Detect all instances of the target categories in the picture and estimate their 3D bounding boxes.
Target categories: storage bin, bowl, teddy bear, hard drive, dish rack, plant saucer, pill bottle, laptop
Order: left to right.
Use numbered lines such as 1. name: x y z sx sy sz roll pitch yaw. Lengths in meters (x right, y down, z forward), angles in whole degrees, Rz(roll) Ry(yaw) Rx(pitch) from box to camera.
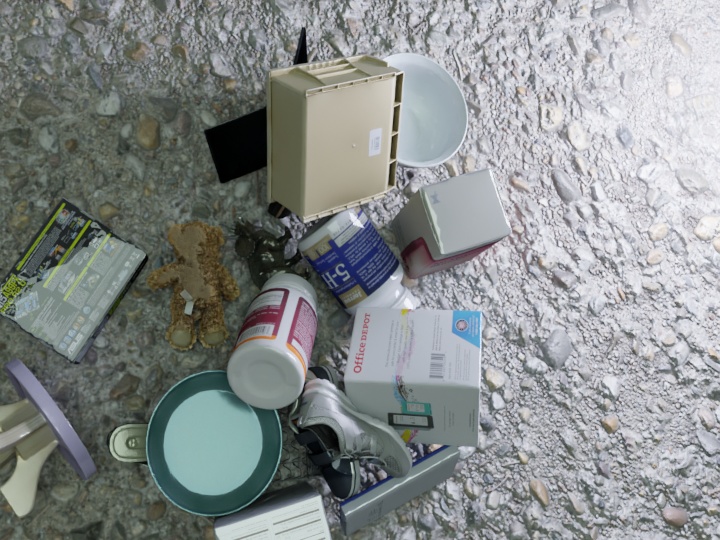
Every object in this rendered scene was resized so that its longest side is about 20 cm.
1. teddy bear: -0.262 0.027 1.216 0.142 0.067 0.205 -19 91 -5
2. plant saucer: -0.211 0.249 1.109 0.195 0.036 0.206 4 76 -17
3. laptop: -0.157 -0.257 1.217 0.113 0.188 0.205 11 73 1
4. pill bottle: -0.124 0.098 1.139 0.111 0.202 0.117 3 122 5
5. dish rack: -0.124 0.259 1.189 0.195 0.054 0.158 -3 81 -22
6. storage bin: -0.036 -0.202 1.149 0.196 0.093 0.204 -21 128 -35
7. pill bottle: 0.000 0.000 1.232 0.119 0.119 0.201 -40 100 -15
8. hard drive: 0.059 0.339 1.186 0.196 0.133 0.026 -25 63 -15
9. bowl: 0.079 -0.257 1.308 0.196 0.090 0.207 5 75 -17

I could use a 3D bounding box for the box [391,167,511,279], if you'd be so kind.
1. box: 0.141 -0.071 1.237 0.125 0.200 0.112 -16 83 -13

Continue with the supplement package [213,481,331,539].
1. supplement package: -0.127 0.390 1.102 0.152 0.200 0.114 -14 82 -12

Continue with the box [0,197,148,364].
1. box: -0.449 0.016 1.183 0.158 0.044 0.203 32 75 -4

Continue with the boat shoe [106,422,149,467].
1. boat shoe: -0.286 0.268 1.164 0.196 0.067 0.074 14 70 -25

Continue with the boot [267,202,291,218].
1. boot: -0.052 -0.145 1.284 0.137 0.077 0.202 35 92 -25

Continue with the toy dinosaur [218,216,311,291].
1. toy dinosaur: -0.144 -0.010 1.244 0.100 0.077 0.204 -25 108 -3

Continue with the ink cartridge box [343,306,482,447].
1. ink cartridge box: 0.084 0.160 1.160 0.194 0.148 0.149 2 44 10

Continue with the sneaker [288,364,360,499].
1. sneaker: -0.062 0.248 1.150 0.078 0.078 0.205 -3 72 -42

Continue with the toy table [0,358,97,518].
1. toy table: -0.480 0.239 1.079 0.116 0.185 0.200 -35 76 -31

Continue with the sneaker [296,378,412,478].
1. sneaker: -0.014 0.246 1.096 0.198 0.075 0.083 37 49 -11
